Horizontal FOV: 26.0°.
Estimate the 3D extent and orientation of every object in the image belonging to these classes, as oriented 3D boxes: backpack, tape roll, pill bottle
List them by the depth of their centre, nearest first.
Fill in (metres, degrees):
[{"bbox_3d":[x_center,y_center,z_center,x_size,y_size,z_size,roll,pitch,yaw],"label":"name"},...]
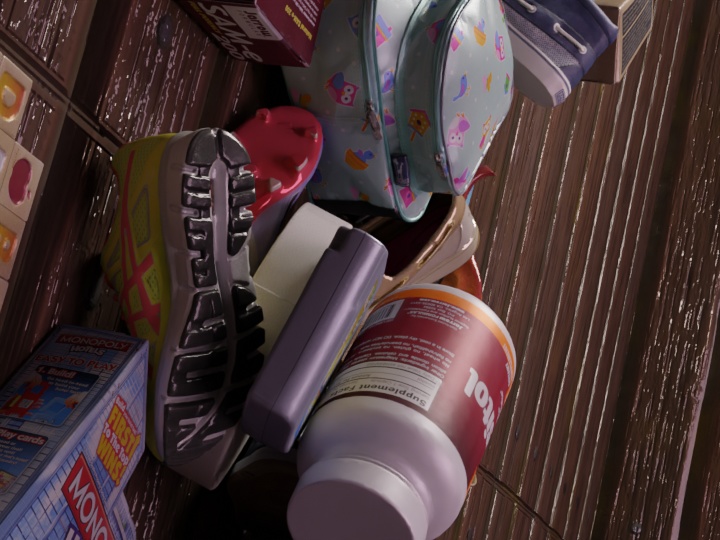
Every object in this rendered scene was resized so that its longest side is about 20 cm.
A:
[{"bbox_3d":[0.026,0.106,1.021,0.200,0.112,0.113,-59,152,-50],"label":"pill bottle"},{"bbox_3d":[-0.066,0.050,1.037,0.203,0.037,0.203,-62,178,-4],"label":"tape roll"},{"bbox_3d":[0.023,-0.154,1.140,0.176,0.153,0.201,-57,137,-43],"label":"backpack"}]

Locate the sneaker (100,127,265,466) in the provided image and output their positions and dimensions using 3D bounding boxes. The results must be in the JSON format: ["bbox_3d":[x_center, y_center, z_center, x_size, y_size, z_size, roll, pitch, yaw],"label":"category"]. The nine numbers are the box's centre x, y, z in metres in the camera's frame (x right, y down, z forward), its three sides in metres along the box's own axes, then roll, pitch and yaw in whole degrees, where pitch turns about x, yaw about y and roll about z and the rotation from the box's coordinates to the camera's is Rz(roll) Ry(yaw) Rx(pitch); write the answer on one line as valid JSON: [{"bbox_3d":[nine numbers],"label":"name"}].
[{"bbox_3d":[-0.111,0.013,0.912,0.078,0.090,0.201,-8,105,-52],"label":"sneaker"}]

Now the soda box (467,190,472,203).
[{"bbox_3d":[0.056,-0.054,1.431,0.064,0.067,0.201,64,39,-60],"label":"soda box"}]

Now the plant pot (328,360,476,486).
[{"bbox_3d":[0.018,0.105,1.265,0.027,0.200,0.200,-43,163,8],"label":"plant pot"}]

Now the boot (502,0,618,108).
[{"bbox_3d":[0.121,-0.234,1.327,0.090,0.200,0.073,-46,179,-11],"label":"boot"}]

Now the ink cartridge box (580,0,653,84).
[{"bbox_3d":[0.160,-0.241,1.444,0.165,0.199,0.075,-52,146,-58],"label":"ink cartridge box"}]

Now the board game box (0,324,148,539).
[{"bbox_3d":[-0.169,0.140,0.849,0.201,0.061,0.200,80,27,-46],"label":"board game box"}]

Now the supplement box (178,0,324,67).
[{"bbox_3d":[-0.054,-0.246,1.011,0.109,0.061,0.201,42,58,-68],"label":"supplement box"}]

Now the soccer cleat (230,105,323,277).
[{"bbox_3d":[-0.081,-0.028,1.047,0.077,0.066,0.201,101,10,-54],"label":"soccer cleat"}]

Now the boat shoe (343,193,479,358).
[{"bbox_3d":[0.000,0.000,1.178,0.200,0.074,0.069,-38,145,-13],"label":"boat shoe"}]

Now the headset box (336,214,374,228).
[{"bbox_3d":[0.037,-0.100,1.337,0.149,0.077,0.201,62,41,-61],"label":"headset box"}]

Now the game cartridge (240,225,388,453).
[{"bbox_3d":[-0.029,0.048,0.965,0.134,0.040,0.200,-58,177,-6],"label":"game cartridge"}]

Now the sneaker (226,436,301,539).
[{"bbox_3d":[-0.050,0.127,1.146,0.200,0.070,0.109,110,-1,-68],"label":"sneaker"}]

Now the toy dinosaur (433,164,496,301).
[{"bbox_3d":[0.064,0.038,1.205,0.105,0.182,0.201,12,115,-35],"label":"toy dinosaur"}]

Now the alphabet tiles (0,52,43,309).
[{"bbox_3d":[-0.207,-0.039,0.731,0.200,0.006,0.167,49,52,-67],"label":"alphabet tiles"}]
